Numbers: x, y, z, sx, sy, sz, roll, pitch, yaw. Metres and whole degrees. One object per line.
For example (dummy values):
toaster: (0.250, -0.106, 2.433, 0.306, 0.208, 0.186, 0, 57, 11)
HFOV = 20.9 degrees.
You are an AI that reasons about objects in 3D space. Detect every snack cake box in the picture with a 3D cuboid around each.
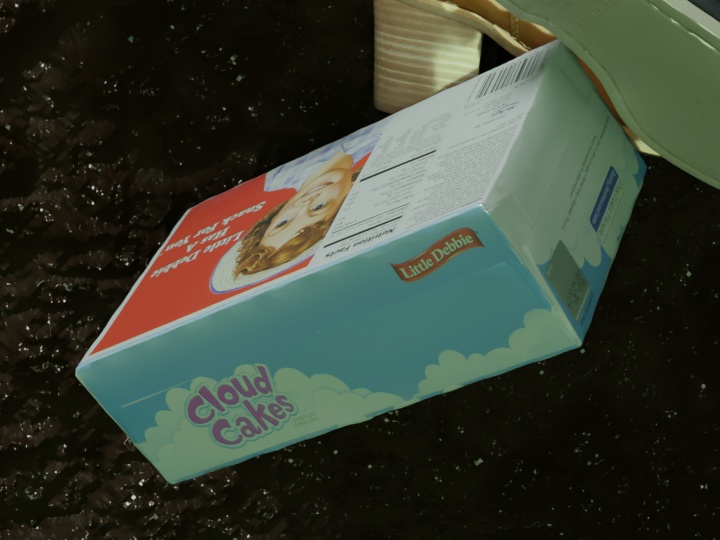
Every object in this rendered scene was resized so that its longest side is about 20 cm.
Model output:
snack cake box: (0.000, 0.000, 0.748, 0.200, 0.115, 0.067, -21, 116, 34)

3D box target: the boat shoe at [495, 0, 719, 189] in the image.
boat shoe: (0.109, -0.098, 0.702, 0.200, 0.063, 0.073, 37, 150, -18)

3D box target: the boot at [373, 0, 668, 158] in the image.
boot: (0.104, -0.127, 0.762, 0.199, 0.074, 0.155, 7, 104, 0)
